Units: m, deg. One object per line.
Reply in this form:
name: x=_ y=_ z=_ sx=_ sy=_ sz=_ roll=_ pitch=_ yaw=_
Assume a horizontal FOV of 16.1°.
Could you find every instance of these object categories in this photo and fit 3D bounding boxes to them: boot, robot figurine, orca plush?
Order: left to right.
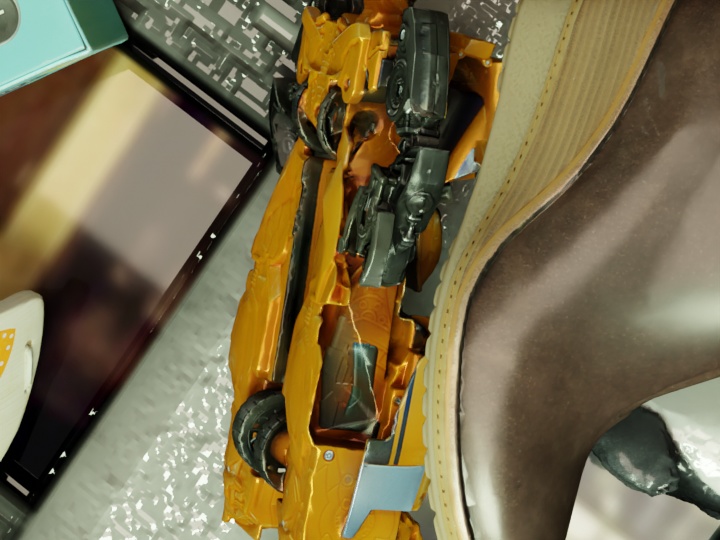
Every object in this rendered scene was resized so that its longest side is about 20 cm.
robot figurine: x=0.000 y=0.000 z=0.832 sx=0.058 sy=0.145 sz=0.201 roll=8 pitch=99 yaw=-20
boot: x=0.111 y=0.008 z=0.750 sx=0.166 sy=0.072 sz=0.201 roll=8 pitch=84 yaw=23
orca plush: x=0.132 y=0.051 z=0.842 sx=0.199 sy=0.071 sz=0.105 roll=11 pitch=53 yaw=4

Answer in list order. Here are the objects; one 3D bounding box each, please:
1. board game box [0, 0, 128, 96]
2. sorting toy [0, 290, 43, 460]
board game box: x=-0.192 y=-0.141 z=0.894 sx=0.151 sy=0.047 sz=0.200 roll=-22 pitch=96 yaw=16
sorting toy: x=-0.232 y=0.076 z=0.924 sx=0.199 sy=0.107 sz=0.181 roll=16 pitch=118 yaw=13
